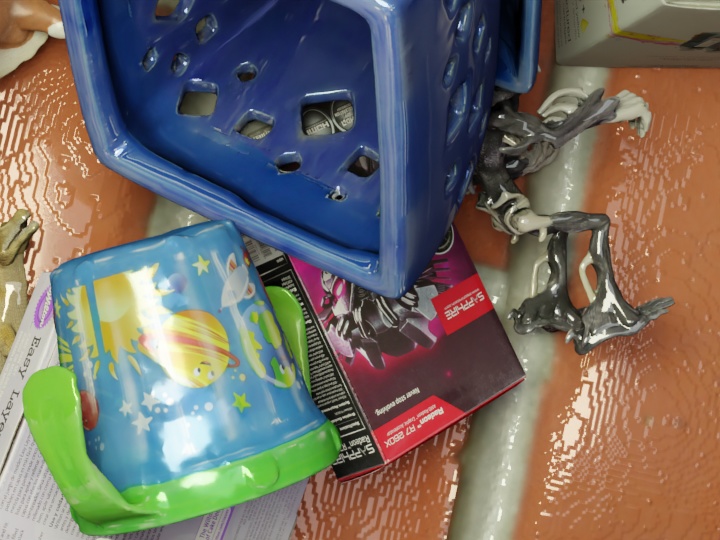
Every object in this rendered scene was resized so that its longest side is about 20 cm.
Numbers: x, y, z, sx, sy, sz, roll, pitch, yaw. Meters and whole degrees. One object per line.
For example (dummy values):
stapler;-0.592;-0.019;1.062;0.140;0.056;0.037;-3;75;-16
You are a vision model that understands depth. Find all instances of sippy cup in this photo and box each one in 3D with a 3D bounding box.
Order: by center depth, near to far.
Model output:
sippy cup;-0.091;0.048;1.025;0.139;0.178;0.131;-16;94;-3

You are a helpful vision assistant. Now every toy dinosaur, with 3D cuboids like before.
toy dinosaur;-0.210;0.068;1.139;0.101;0.058;0.201;31;87;5

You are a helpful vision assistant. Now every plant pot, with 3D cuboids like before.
plant pot;-0.017;-0.139;1.018;0.199;0.201;0.180;24;56;22

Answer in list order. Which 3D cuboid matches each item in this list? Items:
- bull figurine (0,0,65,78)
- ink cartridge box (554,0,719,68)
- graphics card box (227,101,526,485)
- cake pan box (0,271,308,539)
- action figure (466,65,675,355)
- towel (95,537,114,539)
bull figurine;-0.194;-0.168;1.141;0.120;0.065;0.202;8;87;-15
ink cartridge box;0.200;-0.198;1.152;0.143;0.200;0.147;0;86;-11
graphics card box;0.000;0.000;1.153;0.125;0.051;0.201;-26;91;-40
cake pan box;-0.120;0.118;1.113;0.183;0.052;0.201;24;82;-36
action figure;0.099;-0.059;1.164;0.102;0.119;0.201;-32;104;-27
towel;-0.108;0.206;1.068;0.145;0.200;0.030;18;41;-24
